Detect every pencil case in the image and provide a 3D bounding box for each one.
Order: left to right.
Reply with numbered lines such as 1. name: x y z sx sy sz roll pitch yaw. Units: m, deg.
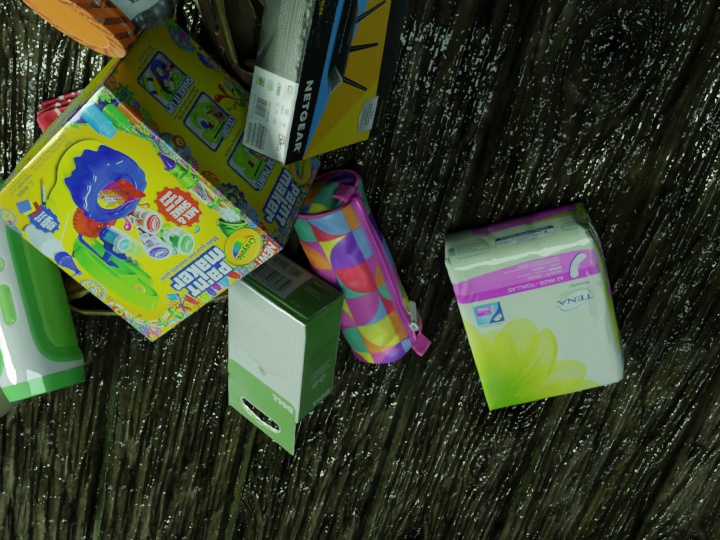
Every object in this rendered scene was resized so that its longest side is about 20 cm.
1. pencil case: 0.000 0.000 1.044 0.087 0.089 0.202 -20 121 13

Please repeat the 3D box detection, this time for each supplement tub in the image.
1. supplement tub: -0.170 -0.272 0.792 0.122 0.122 0.202 30 80 -18

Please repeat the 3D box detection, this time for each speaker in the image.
1. speaker: -0.325 0.018 1.009 0.087 0.088 0.203 -15 89 11

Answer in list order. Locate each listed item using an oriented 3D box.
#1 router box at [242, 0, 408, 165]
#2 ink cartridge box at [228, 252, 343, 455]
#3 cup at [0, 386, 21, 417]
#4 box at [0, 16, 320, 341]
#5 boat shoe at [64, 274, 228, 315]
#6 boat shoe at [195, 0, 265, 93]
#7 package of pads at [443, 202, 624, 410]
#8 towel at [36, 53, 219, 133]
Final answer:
1. router box: -0.020 -0.200 0.861 0.051 0.149 0.203 25 119 25
2. ink cartridge box: -0.081 0.083 1.076 0.103 0.059 0.202 32 138 25
3. cup: -0.416 0.086 1.070 0.197 0.144 0.203 1 123 1
4. box: -0.177 -0.075 0.913 0.192 0.123 0.199 41 131 -20
5. boat shoe: -0.201 0.018 1.066 0.196 0.068 0.073 -6 123 4
6. boat shoe: -0.088 -0.181 0.917 0.072 0.068 0.201 -35 120 -5
7. package of pads: 0.182 0.039 1.075 0.152 0.069 0.202 -13 123 11
8. towel: -0.193 -0.119 1.005 0.197 0.023 0.146 -14 123 9
